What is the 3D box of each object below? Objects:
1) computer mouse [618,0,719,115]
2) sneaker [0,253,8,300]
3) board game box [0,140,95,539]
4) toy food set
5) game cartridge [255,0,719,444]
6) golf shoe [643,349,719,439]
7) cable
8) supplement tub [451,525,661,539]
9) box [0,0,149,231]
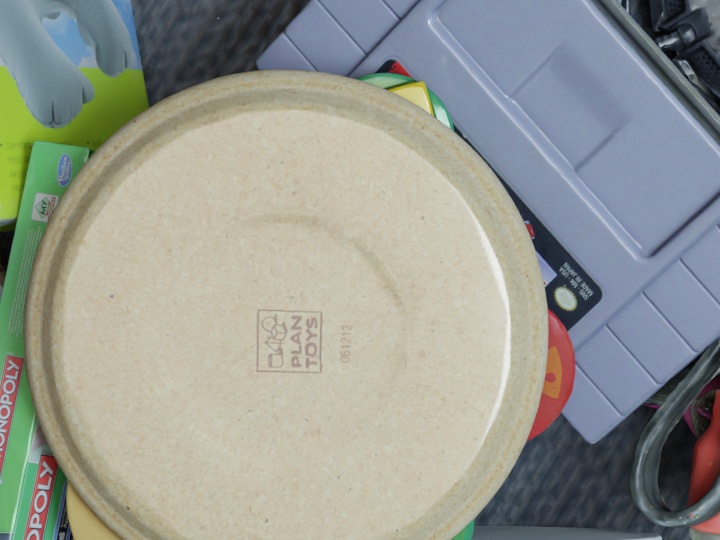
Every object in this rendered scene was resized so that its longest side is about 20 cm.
[{"bbox_3d":[0.177,-0.124,1.173,0.199,0.053,0.139,-19,85,5],"label":"computer mouse"},{"bbox_3d":[-0.235,-0.013,1.127,0.200,0.070,0.109,38,87,-1],"label":"sneaker"},{"bbox_3d":[-0.101,0.060,1.103,0.029,0.134,0.201,10,86,29],"label":"board game box"},{"bbox_3d":[-0.024,0.026,1.035,0.197,0.049,0.201,-15,92,1],"label":"toy food set"},{"bbox_3d":[0.063,-0.044,1.061,0.200,0.038,0.130,48,117,5],"label":"game cartridge"},{"bbox_3d":[0.113,0.017,1.145,0.199,0.092,0.073,28,110,-5],"label":"golf shoe"},{"bbox_3d":[0.155,0.027,1.088,0.097,0.050,0.201,1,86,17],"label":"cable"},{"bbox_3d":[0.057,0.203,1.100,0.144,0.145,0.201,1,87,-4],"label":"supplement tub"},{"bbox_3d":[-0.141,-0.116,1.112,0.047,0.122,0.201,-11,88,30],"label":"box"}]
